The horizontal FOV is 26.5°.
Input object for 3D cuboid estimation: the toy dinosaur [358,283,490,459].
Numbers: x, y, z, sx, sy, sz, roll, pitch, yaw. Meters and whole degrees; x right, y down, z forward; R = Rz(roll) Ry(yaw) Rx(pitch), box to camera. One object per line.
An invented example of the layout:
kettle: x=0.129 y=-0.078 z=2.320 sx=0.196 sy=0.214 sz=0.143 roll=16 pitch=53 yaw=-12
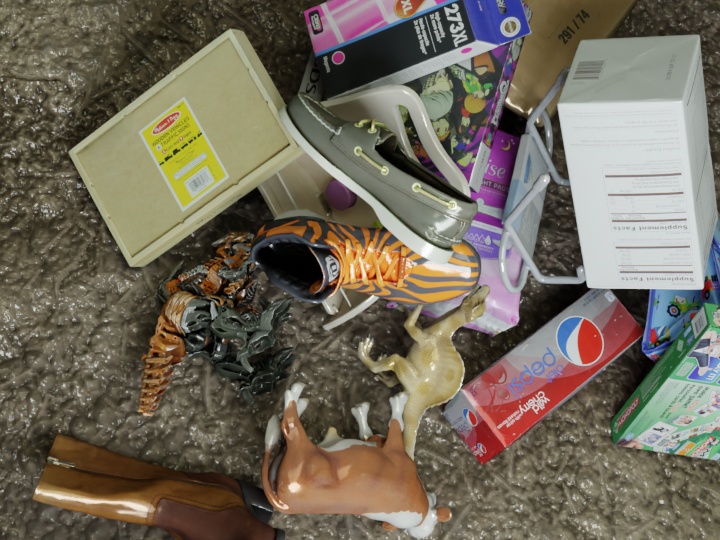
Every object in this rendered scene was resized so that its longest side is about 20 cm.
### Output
toy dinosaur: x=0.048 y=0.095 z=1.384 sx=0.101 sy=0.058 sz=0.201 roll=27 pitch=101 yaw=33

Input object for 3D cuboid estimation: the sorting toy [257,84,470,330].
sorting toy: x=0.005 y=-0.079 z=1.375 sx=0.201 sy=0.179 sz=0.107 roll=61 pitch=36 yaw=-5

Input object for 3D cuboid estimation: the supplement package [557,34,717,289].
supplement package: x=0.251 y=-0.094 z=1.366 sx=0.109 sy=0.201 sz=0.114 roll=1 pitch=38 yaw=22

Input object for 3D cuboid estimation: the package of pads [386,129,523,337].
package of pads: x=0.100 y=-0.044 z=1.474 sx=0.120 sy=0.076 sz=0.201 roll=17 pitch=65 yaw=-16

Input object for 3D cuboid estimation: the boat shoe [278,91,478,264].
boat shoe: x=0.015 y=-0.090 z=1.284 sx=0.202 sy=0.060 sz=0.072 roll=43 pitch=19 yaw=20

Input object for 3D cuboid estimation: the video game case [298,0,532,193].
video game case: x=0.044 y=-0.184 z=1.449 sx=0.199 sy=0.036 sz=0.183 roll=16 pitch=86 yaw=22

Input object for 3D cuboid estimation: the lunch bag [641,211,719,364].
lunch bag: x=0.342 y=0.015 z=1.502 sx=0.150 sy=0.094 sz=0.201 roll=39 pitch=43 yaw=-44

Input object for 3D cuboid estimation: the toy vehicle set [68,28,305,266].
toy vehicle set: x=-0.156 y=-0.107 z=1.362 sx=0.125 sy=0.199 sz=0.026 roll=61 pitch=20 yaw=10

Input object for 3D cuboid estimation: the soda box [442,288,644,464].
soda box: x=0.174 y=0.096 z=1.449 sx=0.200 sy=0.063 sz=0.070 roll=-35 pitch=82 yaw=-27

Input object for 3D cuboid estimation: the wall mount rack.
wall mount rack: x=0.173 y=-0.084 z=1.405 sx=0.074 sy=0.174 sz=0.201 roll=0 pitch=58 yaw=26

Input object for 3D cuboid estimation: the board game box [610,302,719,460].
board game box: x=0.336 y=0.109 z=1.423 sx=0.134 sy=0.200 sz=0.029 roll=9 pitch=50 yaw=-16

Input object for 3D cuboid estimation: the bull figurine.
bull figurine: x=-0.002 y=0.168 z=1.328 sx=0.199 sy=0.065 sz=0.122 roll=11 pitch=63 yaw=-40

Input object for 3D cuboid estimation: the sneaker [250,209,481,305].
sneaker: x=0.000 y=0.000 z=1.299 sx=0.198 sy=0.112 sz=0.078 roll=5 pitch=104 yaw=11

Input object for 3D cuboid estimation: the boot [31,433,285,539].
boot: x=-0.164 y=0.195 z=1.236 sx=0.199 sy=0.188 sz=0.069 roll=19 pitch=109 yaw=-13

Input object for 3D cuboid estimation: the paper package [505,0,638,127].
paper package: x=0.163 y=-0.271 z=1.523 sx=0.190 sy=0.103 sz=0.201 roll=34 pitch=99 yaw=-4

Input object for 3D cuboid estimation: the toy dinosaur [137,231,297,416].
toy dinosaur: x=-0.131 y=0.052 z=1.360 sx=0.135 sy=0.102 sz=0.201 roll=23 pitch=75 yaw=18

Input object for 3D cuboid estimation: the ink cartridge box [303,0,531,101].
ink cartridge box: x=0.051 y=-0.230 z=1.419 sx=0.199 sy=0.037 sz=0.095 roll=-19 pitch=73 yaw=13
